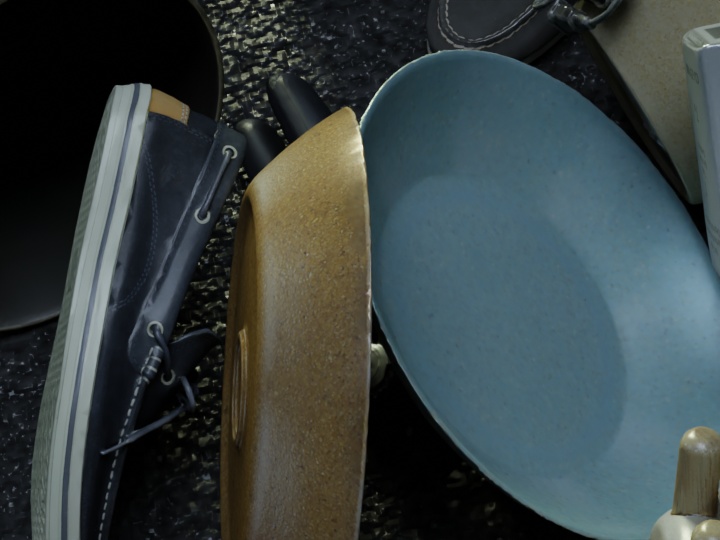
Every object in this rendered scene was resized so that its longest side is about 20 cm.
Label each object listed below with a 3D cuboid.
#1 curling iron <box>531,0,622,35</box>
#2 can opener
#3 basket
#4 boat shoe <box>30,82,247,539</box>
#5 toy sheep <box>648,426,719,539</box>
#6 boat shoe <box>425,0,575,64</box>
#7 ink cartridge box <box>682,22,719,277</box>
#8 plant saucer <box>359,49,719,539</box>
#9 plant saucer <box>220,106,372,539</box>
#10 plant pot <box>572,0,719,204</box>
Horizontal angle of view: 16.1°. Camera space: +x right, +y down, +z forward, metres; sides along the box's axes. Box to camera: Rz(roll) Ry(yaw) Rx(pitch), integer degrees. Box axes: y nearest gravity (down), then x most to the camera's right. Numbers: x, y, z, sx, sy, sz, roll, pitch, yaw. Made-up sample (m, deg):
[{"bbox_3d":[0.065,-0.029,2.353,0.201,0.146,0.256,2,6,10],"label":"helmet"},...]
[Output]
[{"bbox_3d":[0.086,-0.156,1.033,0.050,0.025,0.201,-46,24,26],"label":"curling iron"},{"bbox_3d":[0.000,0.000,1.016,0.064,0.078,0.200,-52,53,19],"label":"can opener"},{"bbox_3d":[-0.156,-0.107,1.051,0.135,0.181,0.200,6,37,-32],"label":"basket"},{"bbox_3d":[-0.085,0.032,0.957,0.062,0.075,0.202,13,85,-12],"label":"boat shoe"},{"bbox_3d":[0.160,0.123,0.859,0.198,0.138,0.139,3,56,1],"label":"toy sheep"},{"bbox_3d":[0.094,-0.166,1.109,0.067,0.057,0.200,32,65,25],"label":"boat shoe"},{"bbox_3d":[0.228,-0.018,0.929,0.198,0.175,0.044,-10,14,0],"label":"ink cartridge box"},{"bbox_3d":[0.063,0.015,0.951,0.200,0.039,0.202,24,49,-31],"label":"plant saucer"},{"bbox_3d":[-0.026,0.042,0.892,0.035,0.201,0.201,3,55,-7],"label":"plant saucer"},{"bbox_3d":[0.190,-0.119,1.008,0.199,0.187,0.188,-31,56,3],"label":"plant pot"}]
